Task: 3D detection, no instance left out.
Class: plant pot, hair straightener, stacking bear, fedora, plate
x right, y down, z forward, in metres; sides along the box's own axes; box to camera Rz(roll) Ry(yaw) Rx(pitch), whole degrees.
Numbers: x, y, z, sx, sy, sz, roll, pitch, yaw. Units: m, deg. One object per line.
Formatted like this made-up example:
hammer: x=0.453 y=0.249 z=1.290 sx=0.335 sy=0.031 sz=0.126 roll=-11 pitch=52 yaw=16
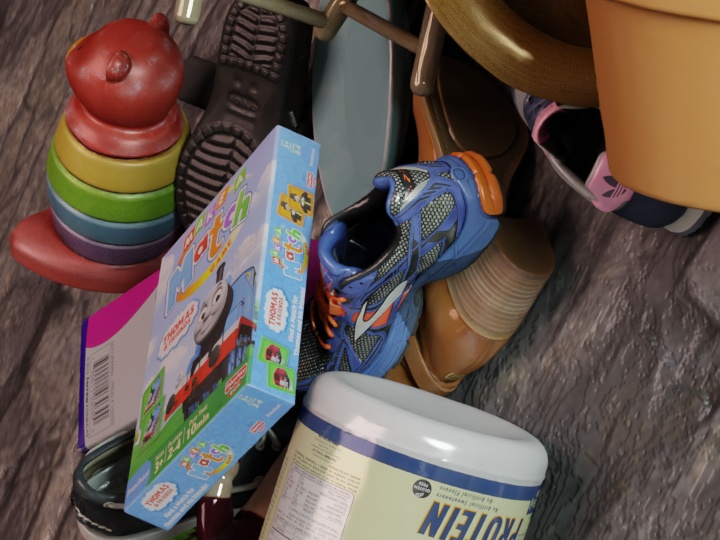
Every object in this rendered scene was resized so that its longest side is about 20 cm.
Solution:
plant pot: x=0.199 y=-0.109 z=1.327 sx=0.200 sy=0.200 sz=0.140 roll=29 pitch=119 yaw=57
hair straightener: x=-0.140 y=-0.150 z=1.945 sx=0.200 sy=0.077 sz=0.041 roll=34 pitch=107 yaw=56
stacking bear: x=-0.169 y=-0.090 z=1.872 sx=0.114 sy=0.121 sz=0.200 roll=29 pitch=137 yaw=18
fedora: x=0.112 y=-0.178 z=1.500 sx=0.082 sy=0.200 sz=0.201 roll=126 pitch=151 yaw=-75
plate: x=0.004 y=-0.123 z=1.719 sx=0.200 sy=0.026 sz=0.200 roll=179 pitch=90 yaw=-75

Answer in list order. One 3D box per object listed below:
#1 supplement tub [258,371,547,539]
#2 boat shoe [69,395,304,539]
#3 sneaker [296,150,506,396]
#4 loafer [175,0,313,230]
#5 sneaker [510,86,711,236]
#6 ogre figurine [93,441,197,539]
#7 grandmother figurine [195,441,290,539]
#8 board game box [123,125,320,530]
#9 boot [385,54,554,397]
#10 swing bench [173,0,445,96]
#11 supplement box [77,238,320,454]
supplement tub: x=0.011 y=0.171 z=1.521 sx=0.145 sy=0.145 sz=0.200 roll=25 pitch=99 yaw=57
boat shoe: x=-0.083 y=0.113 z=1.653 sx=0.076 sy=0.200 sz=0.060 roll=55 pitch=162 yaw=31
sneaker: x=0.000 y=0.000 z=1.557 sx=0.200 sy=0.078 sz=0.075 roll=-55 pitch=46 yaw=34
loafer: x=-0.067 y=-0.101 z=1.836 sx=0.073 sy=0.071 sz=0.200 roll=31 pitch=119 yaw=22
sneaker: x=0.124 y=-0.089 z=1.513 sx=0.200 sy=0.082 sz=0.070 roll=44 pitch=115 yaw=54
ogre figurine: x=-0.096 y=0.184 z=1.721 sx=0.120 sy=0.098 sz=0.200 roll=-35 pitch=57 yaw=33
grandmother figurine: x=-0.056 y=0.159 z=1.594 sx=0.061 sy=0.121 sz=0.200 roll=-4 pitch=42 yaw=55
board game box: x=-0.081 y=0.033 z=1.589 sx=0.151 sy=0.037 sz=0.200 roll=-46 pitch=27 yaw=42
boot: x=0.039 y=-0.021 z=1.628 sx=0.155 sy=0.074 sz=0.200 roll=-52 pitch=36 yaw=38
swing bench: x=-0.025 y=-0.230 z=1.541 sx=0.130 sy=0.199 sz=0.200 roll=34 pitch=105 yaw=48
supplement box: x=-0.095 y=0.055 z=1.772 sx=0.200 sy=0.103 sz=0.101 roll=-32 pitch=51 yaw=49
